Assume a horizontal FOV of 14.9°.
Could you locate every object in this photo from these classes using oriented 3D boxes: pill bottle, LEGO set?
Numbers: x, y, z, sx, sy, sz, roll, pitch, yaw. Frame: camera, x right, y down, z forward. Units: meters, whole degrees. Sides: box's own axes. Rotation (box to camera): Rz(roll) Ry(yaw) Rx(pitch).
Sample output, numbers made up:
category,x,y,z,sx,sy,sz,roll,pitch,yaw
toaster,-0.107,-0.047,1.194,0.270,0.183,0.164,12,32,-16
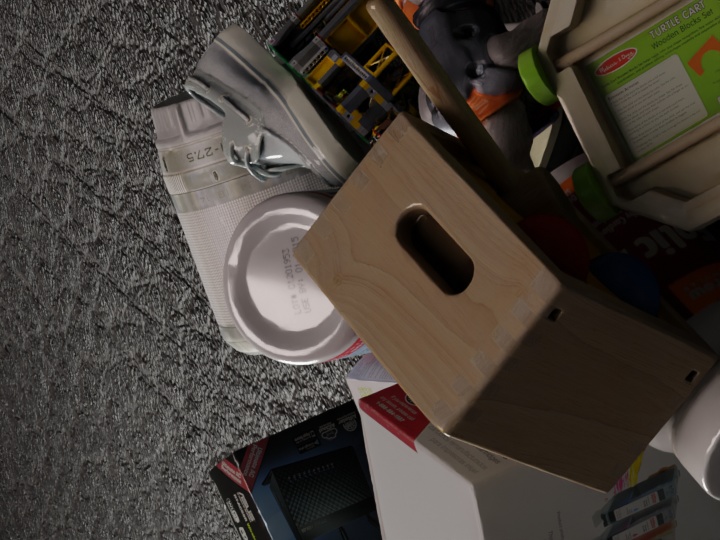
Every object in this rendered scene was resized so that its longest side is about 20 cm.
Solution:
category,x,y,z,sx,sy,sz,roll,pitch,yaw
pill bottle,0.177,0.030,1.564,0.200,0.114,0.115,51,155,37
pill bottle,0.000,0.000,1.800,0.108,0.200,0.110,2,94,26
LEGO set,0.037,-0.133,1.803,0.154,0.116,0.200,43,-177,-20

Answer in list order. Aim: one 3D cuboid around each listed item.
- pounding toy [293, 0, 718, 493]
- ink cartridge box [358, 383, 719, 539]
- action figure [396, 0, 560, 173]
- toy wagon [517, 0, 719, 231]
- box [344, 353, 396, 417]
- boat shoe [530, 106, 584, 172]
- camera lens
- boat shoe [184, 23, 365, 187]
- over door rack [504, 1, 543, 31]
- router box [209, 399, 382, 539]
category,x,y,z,sx,sy,sz,roll,pitch,yaw
pounding toy,0.070,-0.014,1.468,0.184,0.142,0.200,23,-160,-49
ink cartridge box,0.127,0.127,1.676,0.145,0.199,0.145,32,139,56
action figure,0.042,-0.124,1.597,0.200,0.104,0.194,-47,57,36
toy wagon,0.158,-0.125,1.432,0.155,0.040,0.201,-29,81,25
box,0.084,0.147,1.831,0.144,0.036,0.201,4,125,38
boat shoe,0.095,-0.059,1.697,0.074,0.063,0.202,46,138,21
camera lens,-0.052,-0.049,1.995,0.160,0.159,0.201,0,111,68
boat shoe,-0.059,-0.095,1.832,0.070,0.072,0.201,42,-177,-38
over door rack,0.046,-0.251,1.667,0.200,0.066,0.148,55,158,29
router box,0.009,0.171,2.014,0.151,0.199,0.062,64,155,7
